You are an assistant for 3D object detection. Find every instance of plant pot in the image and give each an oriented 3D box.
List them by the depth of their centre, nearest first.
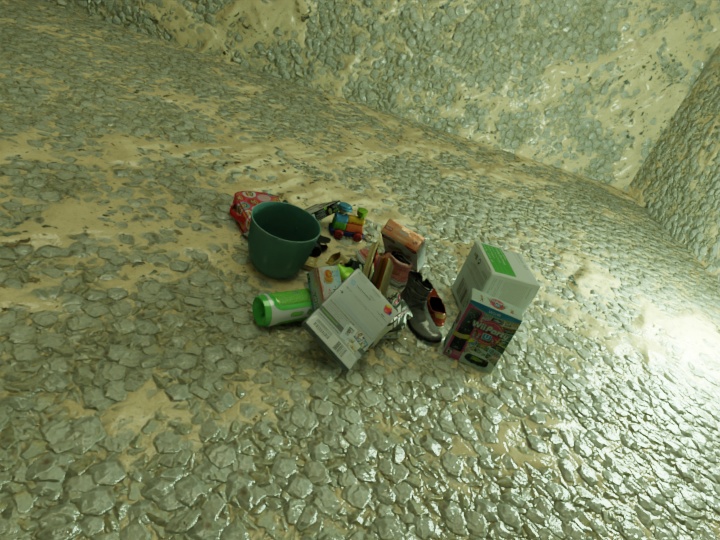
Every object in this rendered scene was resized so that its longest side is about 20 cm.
[{"bbox_3d":[-0.229,-0.076,1.504,0.199,0.162,0.201,16,34,-11],"label":"plant pot"}]

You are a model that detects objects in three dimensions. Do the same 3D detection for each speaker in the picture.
[{"bbox_3d":[-0.173,0.091,1.360,0.199,0.089,0.088,-7,41,-38],"label":"speaker"}]

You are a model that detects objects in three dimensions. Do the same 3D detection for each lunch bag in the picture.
[{"bbox_3d":[-0.329,-0.179,1.682,0.175,0.082,0.200,-1,38,-31],"label":"lunch bag"}]

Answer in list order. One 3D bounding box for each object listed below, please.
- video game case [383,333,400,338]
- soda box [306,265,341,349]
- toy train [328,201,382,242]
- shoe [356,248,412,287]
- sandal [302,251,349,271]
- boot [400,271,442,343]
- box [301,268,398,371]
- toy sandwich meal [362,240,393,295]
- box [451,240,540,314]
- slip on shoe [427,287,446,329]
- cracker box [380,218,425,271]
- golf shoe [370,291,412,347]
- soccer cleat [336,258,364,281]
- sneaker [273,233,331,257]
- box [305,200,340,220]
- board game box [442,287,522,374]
[{"bbox_3d":[-0.004,0.117,1.480,0.181,0.022,0.200,3,36,-27],"label":"video game case"},{"bbox_3d":[-0.078,0.093,1.330,0.063,0.068,0.201,-4,77,-35],"label":"soda box"},{"bbox_3d":[0.000,-0.165,1.824,0.199,0.116,0.085,9,33,-18],"label":"toy train"},{"bbox_3d":[0.078,-0.036,1.696,0.200,0.091,0.071,36,34,23],"label":"shoe"},{"bbox_3d":[-0.080,-0.025,1.606,0.210,0.070,0.078,12,32,-15],"label":"sandal"},{"bbox_3d":[0.177,0.101,1.504,0.069,0.132,0.200,-8,41,-39],"label":"boot"},{"bbox_3d":[-0.023,0.118,1.283,0.156,0.041,0.200,47,63,-7],"label":"box"},{"bbox_3d":[0.046,0.015,1.474,0.070,0.206,0.205,15,31,6],"label":"toy sandwich meal"},{"bbox_3d":[0.418,0.054,1.656,0.170,0.201,0.199,15,30,-14],"label":"box"},{"bbox_3d":[0.224,0.098,1.608,0.074,0.061,0.200,12,31,-11],"label":"slip on shoe"},{"bbox_3d":[0.142,-0.077,1.714,0.133,0.200,0.058,31,76,17],"label":"cracker box"},{"bbox_3d":[0.077,0.143,1.400,0.088,0.077,0.200,45,48,-6],"label":"golf shoe"},{"bbox_3d":[0.000,0.000,1.592,0.199,0.067,0.081,-10,63,-53],"label":"soccer cleat"},{"bbox_3d":[-0.188,-0.094,1.664,0.199,0.060,0.104,15,30,-17],"label":"sneaker"},{"bbox_3d":[-0.159,-0.194,1.797,0.109,0.035,0.200,-5,18,32],"label":"box"},{"bbox_3d":[0.328,0.166,1.430,0.147,0.201,0.064,23,31,4],"label":"board game box"}]
